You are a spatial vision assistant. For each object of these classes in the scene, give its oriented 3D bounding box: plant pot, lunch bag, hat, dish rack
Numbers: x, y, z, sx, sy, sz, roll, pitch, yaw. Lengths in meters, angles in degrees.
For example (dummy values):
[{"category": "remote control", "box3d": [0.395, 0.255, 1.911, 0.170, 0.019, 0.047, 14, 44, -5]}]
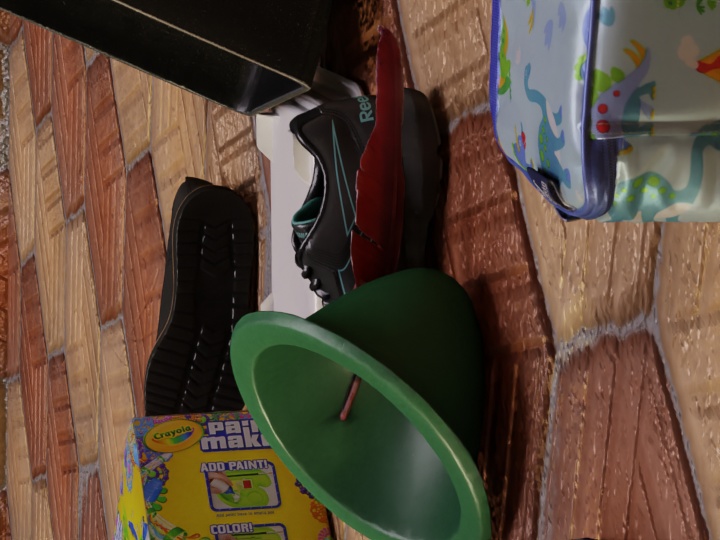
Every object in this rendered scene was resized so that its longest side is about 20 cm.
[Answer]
[{"category": "plant pot", "box3d": [-0.105, -0.218, 1.764, 0.200, 0.199, 0.178, 167, 126, -77]}, {"category": "lunch bag", "box3d": [0.101, -0.123, 1.148, 0.161, 0.082, 0.201, -124, 34, -71]}, {"category": "hat", "box3d": [0.044, 0.023, 1.531, 0.165, 0.176, 0.200, 21, 146, 34]}, {"category": "dish rack", "box3d": [-0.031, -0.019, 1.817, 0.172, 0.043, 0.201, -146, 54, -74]}]

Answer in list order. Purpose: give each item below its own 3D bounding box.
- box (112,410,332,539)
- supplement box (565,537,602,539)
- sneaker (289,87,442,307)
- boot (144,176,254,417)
[{"category": "box", "box3d": [-0.091, 0.226, 1.948, 0.200, 0.121, 0.193, 104, 159, -52]}, {"category": "supplement box", "box3d": [0.075, 0.221, 1.277, 0.101, 0.103, 0.201, 166, 99, -76]}, {"category": "sneaker", "box3d": [0.000, 0.000, 1.609, 0.075, 0.079, 0.201, -136, 44, -71]}, {"category": "boot", "box3d": [-0.117, 0.032, 2.160, 0.138, 0.077, 0.201, -136, 58, -77]}]
